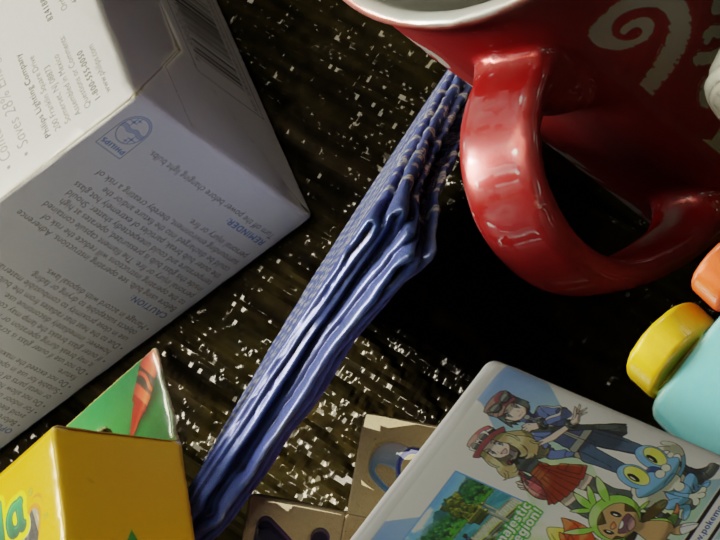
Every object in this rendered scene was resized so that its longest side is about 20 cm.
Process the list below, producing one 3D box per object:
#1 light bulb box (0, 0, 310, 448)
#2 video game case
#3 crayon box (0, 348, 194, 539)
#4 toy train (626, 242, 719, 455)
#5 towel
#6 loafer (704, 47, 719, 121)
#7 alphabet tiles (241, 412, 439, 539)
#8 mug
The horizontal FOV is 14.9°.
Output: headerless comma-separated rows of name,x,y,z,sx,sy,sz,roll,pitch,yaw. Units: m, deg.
light bulb box,-0.157,-0.056,1.110,0.200,0.125,0.199,-35,52,16
video game case,0.060,0.128,0.734,0.182,0.022,0.200,23,55,26
crayon box,-0.099,0.138,0.876,0.127,0.051,0.201,-41,51,45
toy train,0.146,0.088,0.806,0.149,0.056,0.201,0,84,26
towel,0.000,0.000,0.936,0.145,0.024,0.200,-56,3,27
loafer,0.202,-0.040,0.833,0.199,0.070,0.070,19,74,-6
alphabet tiles,0.051,0.138,0.868,0.199,0.006,0.167,10,90,13
mug,0.079,-0.076,0.905,0.133,0.200,0.178,24,82,40
